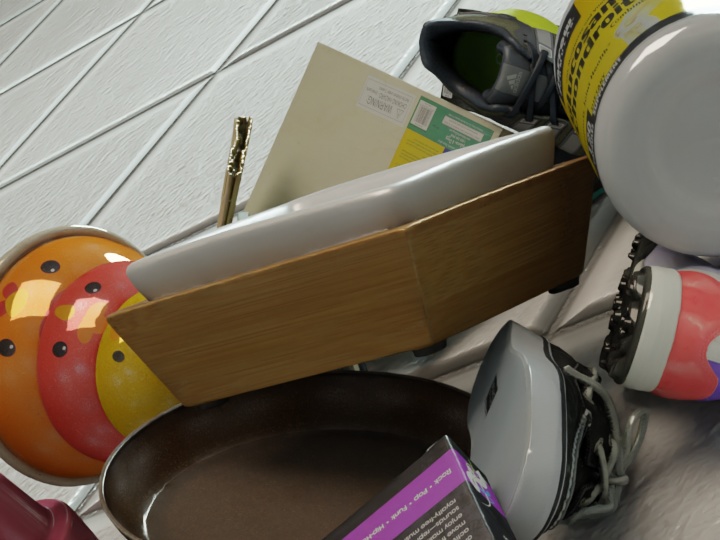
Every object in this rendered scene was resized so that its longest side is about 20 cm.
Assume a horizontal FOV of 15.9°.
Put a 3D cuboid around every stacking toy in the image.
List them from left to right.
[{"bbox_3d":[-0.109,0.048,1.389,0.199,0.147,0.146,1,40,50],"label":"stacking toy"}]

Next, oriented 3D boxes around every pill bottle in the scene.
[{"bbox_3d":[0.150,-0.089,1.210,0.112,0.112,0.200,-35,19,8],"label":"pill bottle"}]

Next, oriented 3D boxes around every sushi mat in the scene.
[{"bbox_3d":[-0.088,0.017,1.521,0.096,0.012,0.201,-87,8,-68],"label":"sushi mat"}]

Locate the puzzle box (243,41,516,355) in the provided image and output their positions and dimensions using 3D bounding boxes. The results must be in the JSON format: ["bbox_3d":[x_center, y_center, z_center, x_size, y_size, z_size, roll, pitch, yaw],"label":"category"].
[{"bbox_3d":[0.008,-0.044,1.488,0.200,0.025,0.134,31,98,53],"label":"puzzle box"}]

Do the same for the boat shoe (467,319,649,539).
[{"bbox_3d":[0.086,0.077,1.126,0.199,0.068,0.074,-92,24,-81],"label":"boat shoe"}]

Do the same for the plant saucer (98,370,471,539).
[{"bbox_3d":[-0.023,0.103,1.223,0.199,0.032,0.200,-5,24,2],"label":"plant saucer"}]

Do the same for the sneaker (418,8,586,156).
[{"bbox_3d":[0.111,-0.092,1.396,0.199,0.074,0.081,21,13,38],"label":"sneaker"}]

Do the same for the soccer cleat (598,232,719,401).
[{"bbox_3d":[0.150,0.026,1.162,0.200,0.073,0.069,-49,-26,-84],"label":"soccer cleat"}]

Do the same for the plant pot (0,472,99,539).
[{"bbox_3d":[-0.262,0.166,1.425,0.199,0.179,0.200,-35,16,12],"label":"plant pot"}]

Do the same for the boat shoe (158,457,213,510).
[{"bbox_3d":[-0.067,0.146,1.263,0.072,0.063,0.200,6,26,1],"label":"boat shoe"}]

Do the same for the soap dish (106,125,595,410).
[{"bbox_3d":[0.000,0.000,1.249,0.199,0.082,0.157,-16,4,40],"label":"soap dish"}]

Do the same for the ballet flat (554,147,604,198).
[{"bbox_3d":[0.055,-0.039,1.505,0.199,0.073,0.073,-27,19,32],"label":"ballet flat"}]

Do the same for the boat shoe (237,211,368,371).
[{"bbox_3d":[-0.030,0.034,1.433,0.060,0.076,0.201,-11,42,-5],"label":"boat shoe"}]

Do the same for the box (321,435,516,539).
[{"bbox_3d":[0.014,0.171,0.973,0.143,0.036,0.200,-40,32,11],"label":"box"}]

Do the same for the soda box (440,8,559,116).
[{"bbox_3d":[0.112,-0.117,1.558,0.200,0.070,0.064,-147,68,-73],"label":"soda box"}]
